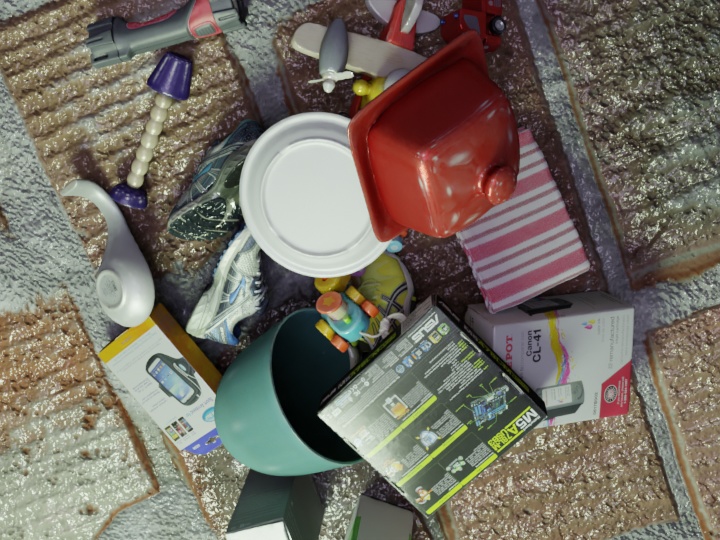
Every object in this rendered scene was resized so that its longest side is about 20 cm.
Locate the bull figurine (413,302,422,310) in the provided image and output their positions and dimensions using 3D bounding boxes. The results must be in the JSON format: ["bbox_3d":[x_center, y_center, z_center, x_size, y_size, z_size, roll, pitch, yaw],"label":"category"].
[{"bbox_3d":[0.116,0.127,1.326,0.199,0.065,0.122,28,101,-4],"label":"bull figurine"}]

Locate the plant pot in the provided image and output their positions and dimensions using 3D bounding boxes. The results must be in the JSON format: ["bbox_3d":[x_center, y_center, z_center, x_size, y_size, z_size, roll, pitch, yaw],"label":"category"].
[{"bbox_3d":[-0.091,0.171,1.292,0.160,0.201,0.201,-29,101,37],"label":"plant pot"}]

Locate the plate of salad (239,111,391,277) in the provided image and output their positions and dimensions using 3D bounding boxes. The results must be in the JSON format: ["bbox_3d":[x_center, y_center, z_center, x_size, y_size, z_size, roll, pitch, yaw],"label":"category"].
[{"bbox_3d":[-0.047,-0.090,1.210,0.198,0.048,0.202,3,107,8],"label":"plate of salad"}]

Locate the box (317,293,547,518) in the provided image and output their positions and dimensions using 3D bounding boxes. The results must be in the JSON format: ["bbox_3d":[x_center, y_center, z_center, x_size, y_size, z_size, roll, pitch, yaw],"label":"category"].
[{"bbox_3d":[0.083,0.162,1.190,0.193,0.048,0.200,43,106,-12],"label":"box"}]

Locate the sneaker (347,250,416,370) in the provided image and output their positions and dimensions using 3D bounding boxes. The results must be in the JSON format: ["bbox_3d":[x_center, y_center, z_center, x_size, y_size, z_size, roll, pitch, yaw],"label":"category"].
[{"bbox_3d":[0.021,0.062,1.276,0.075,0.076,0.202,-17,67,40],"label":"sneaker"}]

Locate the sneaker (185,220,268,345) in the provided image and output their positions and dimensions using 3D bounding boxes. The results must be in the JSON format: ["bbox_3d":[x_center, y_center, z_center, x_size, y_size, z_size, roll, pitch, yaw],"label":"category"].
[{"bbox_3d":[-0.151,0.013,1.323,0.085,0.077,0.201,27,114,-6],"label":"sneaker"}]

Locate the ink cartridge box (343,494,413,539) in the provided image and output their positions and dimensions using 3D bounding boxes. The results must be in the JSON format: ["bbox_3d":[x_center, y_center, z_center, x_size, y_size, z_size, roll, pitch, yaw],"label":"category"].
[{"bbox_3d":[0.001,0.433,1.370,0.083,0.146,0.202,18,104,1],"label":"ink cartridge box"}]

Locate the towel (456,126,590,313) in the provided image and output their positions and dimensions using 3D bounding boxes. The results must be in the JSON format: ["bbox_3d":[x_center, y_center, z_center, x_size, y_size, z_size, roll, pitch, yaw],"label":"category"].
[{"bbox_3d":[0.182,-0.064,1.240,0.145,0.030,0.202,-22,85,-14],"label":"towel"}]

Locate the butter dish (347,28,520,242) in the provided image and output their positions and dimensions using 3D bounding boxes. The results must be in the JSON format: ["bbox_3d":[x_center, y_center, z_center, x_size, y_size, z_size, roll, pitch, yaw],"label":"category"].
[{"bbox_3d":[0.108,-0.120,1.103,0.200,0.148,0.200,-38,141,-18],"label":"butter dish"}]

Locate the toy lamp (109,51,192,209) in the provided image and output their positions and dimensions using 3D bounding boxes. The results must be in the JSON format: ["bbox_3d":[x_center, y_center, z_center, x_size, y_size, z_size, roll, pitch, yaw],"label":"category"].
[{"bbox_3d":[-0.263,-0.179,1.288,0.058,0.058,0.201,22,107,-1],"label":"toy lamp"}]

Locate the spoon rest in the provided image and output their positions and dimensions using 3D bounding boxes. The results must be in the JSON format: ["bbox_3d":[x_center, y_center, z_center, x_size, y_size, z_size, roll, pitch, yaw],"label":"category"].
[{"bbox_3d":[-0.322,-0.024,1.314,0.099,0.060,0.202,-25,87,35],"label":"spoon rest"}]

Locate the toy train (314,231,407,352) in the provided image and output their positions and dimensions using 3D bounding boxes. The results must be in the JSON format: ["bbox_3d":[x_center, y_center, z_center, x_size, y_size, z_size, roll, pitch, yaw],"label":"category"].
[{"bbox_3d":[0.000,0.000,1.252,0.149,0.201,0.056,-20,138,26],"label":"toy train"}]

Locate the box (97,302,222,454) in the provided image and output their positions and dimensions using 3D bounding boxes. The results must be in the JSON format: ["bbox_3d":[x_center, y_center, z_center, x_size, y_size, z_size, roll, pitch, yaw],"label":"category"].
[{"bbox_3d":[-0.248,0.153,1.361,0.119,0.042,0.200,-34,101,32],"label":"box"}]

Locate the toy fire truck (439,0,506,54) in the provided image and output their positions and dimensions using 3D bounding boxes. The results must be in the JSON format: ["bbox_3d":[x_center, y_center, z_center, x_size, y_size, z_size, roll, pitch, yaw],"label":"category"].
[{"bbox_3d":[0.100,-0.359,1.173,0.140,0.049,0.202,4,86,-27],"label":"toy fire truck"}]

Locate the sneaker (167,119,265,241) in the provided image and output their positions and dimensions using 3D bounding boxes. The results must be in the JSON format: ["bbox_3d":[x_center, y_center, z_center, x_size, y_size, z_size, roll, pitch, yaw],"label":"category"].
[{"bbox_3d":[-0.178,-0.113,1.296,0.077,0.087,0.200,21,131,-42],"label":"sneaker"}]

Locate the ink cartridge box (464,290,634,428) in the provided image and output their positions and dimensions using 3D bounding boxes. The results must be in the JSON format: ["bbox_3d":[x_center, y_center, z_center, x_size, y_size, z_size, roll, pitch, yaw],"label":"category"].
[{"bbox_3d":[0.235,0.113,1.267,0.198,0.086,0.149,-7,106,-19],"label":"ink cartridge box"}]

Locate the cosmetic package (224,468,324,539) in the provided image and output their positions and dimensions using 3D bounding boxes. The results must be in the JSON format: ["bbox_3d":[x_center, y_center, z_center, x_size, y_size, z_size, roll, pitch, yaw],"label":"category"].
[{"bbox_3d":[-0.108,0.332,1.328,0.089,0.200,0.108,-16,105,11],"label":"cosmetic package"}]

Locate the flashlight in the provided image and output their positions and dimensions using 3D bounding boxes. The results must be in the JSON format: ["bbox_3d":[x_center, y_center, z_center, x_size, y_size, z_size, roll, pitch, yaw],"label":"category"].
[{"bbox_3d":[-0.241,-0.309,1.253,0.198,0.068,0.069,-11,107,12],"label":"flashlight"}]

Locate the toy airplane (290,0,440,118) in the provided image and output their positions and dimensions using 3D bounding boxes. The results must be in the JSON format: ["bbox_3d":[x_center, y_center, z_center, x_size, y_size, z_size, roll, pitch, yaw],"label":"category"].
[{"bbox_3d":[0.041,-0.234,1.202,0.199,0.141,0.200,-28,111,-7],"label":"toy airplane"}]
